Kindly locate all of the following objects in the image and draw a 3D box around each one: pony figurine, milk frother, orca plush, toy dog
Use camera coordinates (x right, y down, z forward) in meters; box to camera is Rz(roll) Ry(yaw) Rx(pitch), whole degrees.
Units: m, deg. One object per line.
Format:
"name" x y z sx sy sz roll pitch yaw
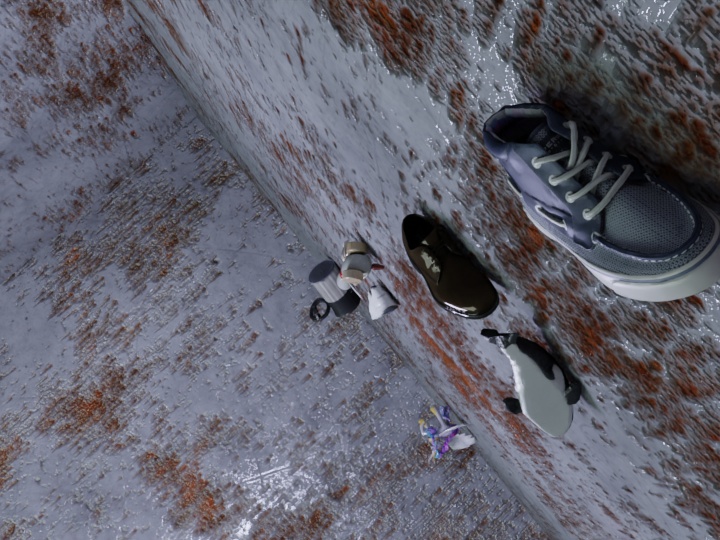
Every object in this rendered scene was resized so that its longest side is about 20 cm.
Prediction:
"pony figurine" 0.314 0.602 3.025 0.168 0.190 0.202 59 -172 -44
"milk frother" -0.136 0.082 3.008 0.189 0.199 0.181 53 177 -30
"orca plush" 0.228 0.135 1.097 0.199 0.105 0.072 41 -148 -22
"toy dog" 0.000 0.000 1.944 0.094 0.135 0.200 11 -177 -6

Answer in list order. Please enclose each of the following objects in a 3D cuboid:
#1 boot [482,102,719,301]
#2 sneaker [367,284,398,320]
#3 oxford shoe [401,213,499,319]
"boot" 0.144 -0.051 0.520 0.090 0.073 0.200 46 178 -25
"sneaker" 0.055 0.082 2.228 0.088 0.074 0.200 61 168 4
"oxford shoe" 0.110 -0.008 1.097 0.200 0.072 0.085 45 171 41
